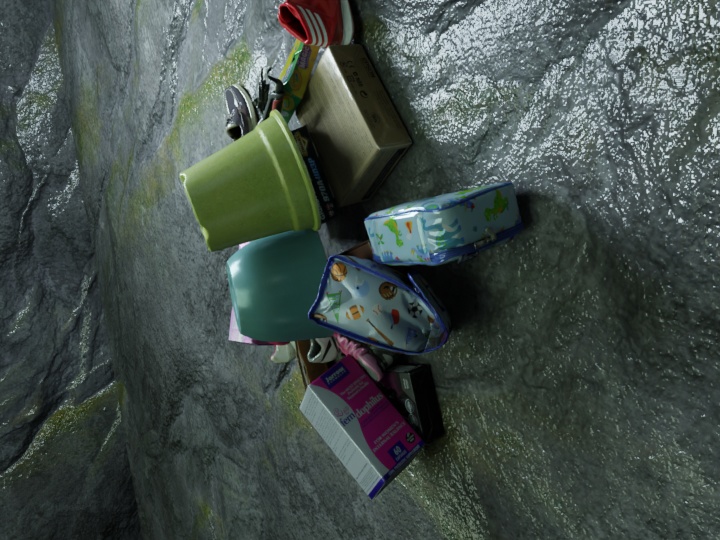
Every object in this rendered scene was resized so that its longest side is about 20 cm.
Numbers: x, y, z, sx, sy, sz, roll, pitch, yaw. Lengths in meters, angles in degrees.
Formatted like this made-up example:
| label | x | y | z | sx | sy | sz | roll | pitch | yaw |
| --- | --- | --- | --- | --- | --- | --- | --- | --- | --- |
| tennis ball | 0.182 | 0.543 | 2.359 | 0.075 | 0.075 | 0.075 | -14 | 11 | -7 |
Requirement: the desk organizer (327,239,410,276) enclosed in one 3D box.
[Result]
| label | x | y | z | sx | sy | sz | roll | pitch | yaw |
| --- | --- | --- | --- | --- | --- | --- | --- | --- | --- |
| desk organizer | 0.000 | 0.000 | 1.184 | 0.199 | 0.070 | 0.079 | -23 | 86 | 56 |

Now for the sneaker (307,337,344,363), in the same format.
| label | x | y | z | sx | sy | sz | roll | pitch | yaw |
| --- | --- | --- | --- | --- | --- | --- | --- | --- | --- |
| sneaker | -0.072 | 0.089 | 1.309 | 0.073 | 0.087 | 0.206 | 24 | 119 | 50 |

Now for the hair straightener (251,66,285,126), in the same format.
| label | x | y | z | sx | sy | sz | roll | pitch | yaw |
| --- | --- | --- | --- | --- | --- | --- | --- | --- | --- |
| hair straightener | -0.168 | -0.272 | 1.153 | 0.077 | 0.041 | 0.201 | 46 | 151 | 16 |

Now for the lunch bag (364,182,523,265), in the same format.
| label | x | y | z | sx | sy | sz | roll | pitch | yaw |
| --- | --- | --- | --- | --- | --- | --- | --- | --- | --- |
| lunch bag | 0.113 | -0.063 | 0.919 | 0.198 | 0.158 | 0.085 | -2 | 106 | 57 |

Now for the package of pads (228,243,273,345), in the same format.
| label | x | y | z | sx | sy | sz | roll | pitch | yaw |
| --- | --- | --- | --- | --- | --- | --- | --- | --- | --- |
| package of pads | -0.206 | 0.049 | 1.385 | 0.074 | 0.120 | 0.206 | 3 | 86 | 23 |

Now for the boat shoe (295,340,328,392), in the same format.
| label | x | y | z | sx | sy | sz | roll | pitch | yaw |
| --- | --- | --- | --- | --- | --- | --- | --- | --- | --- |
| boat shoe | -0.102 | 0.178 | 1.395 | 0.070 | 0.068 | 0.206 | 162 | 102 | -68 |

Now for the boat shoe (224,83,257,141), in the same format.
| label | x | y | z | sx | sy | sz | roll | pitch | yaw |
| --- | --- | --- | --- | --- | --- | --- | --- | --- | --- |
| boat shoe | -0.260 | -0.310 | 1.455 | 0.072 | 0.064 | 0.205 | -37 | 71 | 56 |

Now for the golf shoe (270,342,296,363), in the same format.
| label | x | y | z | sx | sy | sz | roll | pitch | yaw |
| --- | --- | --- | --- | --- | --- | --- | --- | --- | --- |
| golf shoe | -0.188 | 0.106 | 1.470 | 0.076 | 0.090 | 0.204 | 80 | 165 | -71 |

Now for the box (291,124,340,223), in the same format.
| label | x | y | z | sx | sy | sz | roll | pitch | yaw |
| --- | --- | --- | --- | --- | --- | --- | --- | --- | --- |
| box | -0.097 | -0.159 | 1.208 | 0.200 | 0.045 | 0.163 | -171 | 59 | -79 |

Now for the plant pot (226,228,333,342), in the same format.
| label | x | y | z | sx | sy | sz | roll | pitch | yaw |
| --- | --- | --- | --- | --- | --- | --- | --- | --- | --- |
| plant pot | -0.145 | 0.032 | 1.173 | 0.200 | 0.157 | 0.207 | 168 | 90 | -75 |

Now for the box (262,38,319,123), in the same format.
| label | x | y | z | sx | sy | sz | roll | pitch | yaw |
| --- | --- | --- | --- | --- | --- | --- | --- | --- | --- |
| box | -0.127 | -0.325 | 1.199 | 0.200 | 0.047 | 0.120 | 141 | 148 | -65 |

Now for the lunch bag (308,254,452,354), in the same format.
| label | x | y | z | sx | sy | sz | roll | pitch | yaw |
| --- | --- | --- | --- | --- | --- | --- | --- | --- | --- |
| lunch bag | 0.043 | 0.053 | 1.000 | 0.196 | 0.170 | 0.127 | 22 | 94 | 10 |

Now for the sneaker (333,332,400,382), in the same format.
| label | x | y | z | sx | sy | sz | roll | pitch | yaw |
| --- | --- | --- | --- | --- | --- | --- | --- | --- | --- |
| sneaker | 0.006 | 0.115 | 1.211 | 0.199 | 0.095 | 0.080 | 39 | 165 | 47 |

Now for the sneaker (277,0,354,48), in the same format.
| label | x | y | z | sx | sy | sz | roll | pitch | yaw |
| --- | --- | --- | --- | --- | --- | --- | --- | --- | --- |
| sneaker | -0.081 | -0.457 | 1.086 | 0.078 | 0.113 | 0.205 | -34 | 68 | 54 |

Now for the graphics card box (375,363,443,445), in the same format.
| label | x | y | z | sx | sy | sz | roll | pitch | yaw |
| --- | --- | --- | --- | --- | --- | --- | --- | --- | --- |
| graphics card box | 0.058 | 0.232 | 1.201 | 0.198 | 0.050 | 0.129 | -8 | 95 | 56 |

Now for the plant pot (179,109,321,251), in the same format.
| label | x | y | z | sx | sy | sz | roll | pitch | yaw |
| --- | --- | --- | --- | --- | --- | --- | --- | --- | --- |
| plant pot | -0.183 | -0.126 | 1.081 | 0.200 | 0.180 | 0.205 | 157 | 90 | -80 |

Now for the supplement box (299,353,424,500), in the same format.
| label | x | y | z | sx | sy | sz | roll | pitch | yaw |
| --- | --- | --- | --- | --- | --- | --- | --- | --- | --- |
| supplement box | -0.001 | 0.262 | 1.141 | 0.200 | 0.100 | 0.104 | 47 | 148 | 17 |

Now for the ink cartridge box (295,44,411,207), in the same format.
| label | x | y | z | sx | sy | sz | roll | pitch | yaw |
| --- | --- | --- | --- | --- | --- | --- | --- | --- | --- |
| ink cartridge box | -0.017 | -0.238 | 1.118 | 0.204 | 0.074 | 0.165 | 65 | 146 | 16 |

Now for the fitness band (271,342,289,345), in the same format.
| label | x | y | z | sx | sy | sz | roll | pitch | yaw |
| --- | --- | --- | --- | --- | --- | --- | --- | --- | --- |
| fitness band | -0.164 | 0.055 | 1.344 | 0.036 | 0.145 | 0.203 | 3 | 132 | 21 |
